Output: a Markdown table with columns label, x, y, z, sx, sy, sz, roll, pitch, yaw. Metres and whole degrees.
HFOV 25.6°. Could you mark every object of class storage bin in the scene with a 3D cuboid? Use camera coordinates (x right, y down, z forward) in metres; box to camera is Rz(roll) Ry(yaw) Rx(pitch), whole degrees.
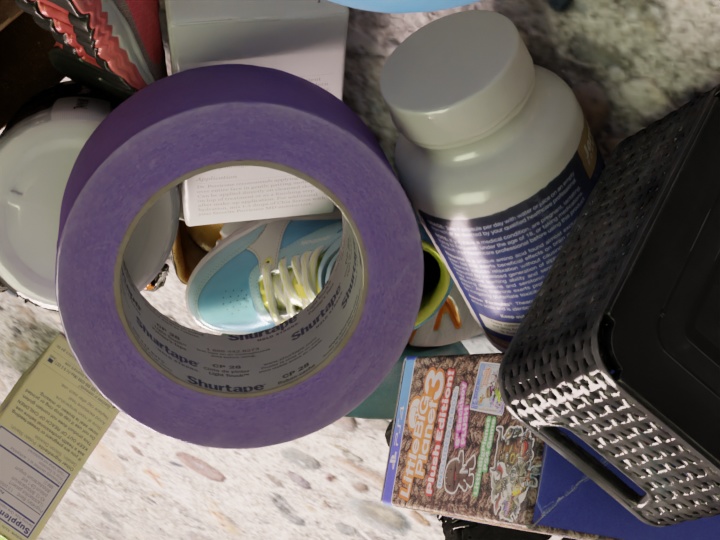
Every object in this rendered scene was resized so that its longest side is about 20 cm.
| label | x | y | z | sx | sy | sz | roll | pitch | yaw |
| --- | --- | --- | --- | --- | --- | --- | --- | --- | --- |
| storage bin | 0.179 | 0.018 | 0.834 | 0.135 | 0.201 | 0.094 | 39 | 151 | -12 |

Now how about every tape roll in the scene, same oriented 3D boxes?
| label | x | y | z | sx | sy | sz | roll | pitch | yaw |
| --- | --- | --- | --- | --- | --- | --- | --- | --- | --- |
| tape roll | -0.069 | -0.008 | 0.884 | 0.200 | 0.200 | 0.085 | 44 | -172 | -21 |

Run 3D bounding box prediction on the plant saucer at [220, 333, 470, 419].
| label | x | y | z | sx | sy | sz | roll | pitch | yaw |
| --- | --- | --- | --- | --- | --- | --- | --- | --- | --- |
| plant saucer | -0.007 | 0.054 | 1.135 | 0.199 | 0.200 | 0.036 | 15 | 107 | 27 |

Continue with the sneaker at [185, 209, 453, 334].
| label | x | y | z | sx | sy | sz | roll | pitch | yaw |
| --- | --- | --- | --- | --- | --- | --- | --- | --- | --- |
| sneaker | -0.028 | 0.006 | 1.019 | 0.199 | 0.131 | 0.080 | -17 | 102 | 9 |

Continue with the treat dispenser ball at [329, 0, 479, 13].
| label | x | y | z | sx | sy | sz | roll | pitch | yaw |
| --- | --- | --- | --- | --- | --- | --- | --- | --- | --- |
| treat dispenser ball | 0.017 | -0.207 | 0.646 | 0.200 | 0.201 | 0.201 | 24 | 150 | 14 |

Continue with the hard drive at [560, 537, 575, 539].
| label | x | y | z | sx | sy | sz | roll | pitch | yaw |
| --- | --- | --- | --- | --- | --- | --- | --- | --- | --- |
| hard drive | 0.254 | 0.201 | 1.112 | 0.199 | 0.038 | 0.140 | 24 | 130 | -21 |

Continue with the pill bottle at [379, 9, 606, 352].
| label | x | y | z | sx | sy | sz | roll | pitch | yaw |
| --- | --- | --- | --- | --- | --- | --- | --- | --- | --- |
| pill bottle | 0.087 | -0.048 | 0.917 | 0.110 | 0.111 | 0.200 | 7 | 143 | 37 |

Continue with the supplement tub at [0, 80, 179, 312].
| label | x | y | z | sx | sy | sz | roll | pitch | yaw |
| --- | --- | --- | --- | --- | --- | --- | --- | --- | --- |
| supplement tub | -0.176 | -0.055 | 1.008 | 0.122 | 0.123 | 0.200 | 40 | -173 | -15 |

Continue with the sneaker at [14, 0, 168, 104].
| label | x | y | z | sx | sy | sz | roll | pitch | yaw |
| --- | --- | --- | --- | --- | --- | --- | --- | --- | --- |
| sneaker | -0.135 | -0.153 | 0.898 | 0.073 | 0.087 | 0.200 | 27 | 167 | 14 |

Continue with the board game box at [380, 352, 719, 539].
| label | x | y | z | sx | sy | sz | roll | pitch | yaw |
| --- | --- | --- | --- | --- | --- | --- | --- | --- | --- |
| board game box | 0.128 | 0.112 | 0.959 | 0.159 | 0.098 | 0.200 | 13 | 171 | -22 |

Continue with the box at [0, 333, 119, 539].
| label | x | y | z | sx | sy | sz | roll | pitch | yaw |
| --- | --- | --- | --- | --- | --- | --- | --- | --- | --- |
| box | -0.339 | 0.190 | 1.601 | 0.097 | 0.201 | 0.176 | 37 | 150 | -9 |

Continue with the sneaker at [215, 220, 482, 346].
| label | x | y | z | sx | sy | sz | roll | pitch | yaw |
| --- | --- | --- | --- | --- | --- | --- | --- | --- | --- |
| sneaker | 0.000 | 0.000 | 1.126 | 0.199 | 0.079 | 0.077 | 18 | -179 | 9 |

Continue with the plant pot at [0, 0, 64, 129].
| label | x | y | z | sx | sy | sz | roll | pitch | yaw |
| --- | --- | --- | --- | --- | --- | --- | --- | --- | --- |
| plant pot | -0.271 | -0.203 | 0.986 | 0.200 | 0.187 | 0.187 | 49 | 151 | 2 |

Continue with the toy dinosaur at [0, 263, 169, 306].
| label | x | y | z | sx | sy | sz | roll | pitch | yaw |
| --- | --- | --- | --- | --- | --- | --- | --- | --- | --- |
| toy dinosaur | -0.233 | 0.000 | 1.329 | 0.135 | 0.103 | 0.200 | 19 | 131 | -12 |

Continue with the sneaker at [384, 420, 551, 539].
| label | x | y | z | sx | sy | sz | roll | pitch | yaw |
| --- | --- | --- | --- | --- | --- | --- | --- | --- | --- |
| sneaker | 0.091 | 0.211 | 1.316 | 0.199 | 0.104 | 0.060 | 31 | 152 | 1 |

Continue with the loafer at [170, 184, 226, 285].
| label | x | y | z | sx | sy | sz | roll | pitch | yaw |
| --- | --- | --- | --- | --- | --- | --- | --- | --- | --- |
| loafer | -0.106 | -0.061 | 1.122 | 0.072 | 0.072 | 0.200 | 24 | 149 | 17 |

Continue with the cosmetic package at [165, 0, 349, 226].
| label | x | y | z | sx | sy | sz | roll | pitch | yaw |
| --- | --- | --- | --- | --- | --- | --- | --- | --- | --- |
| cosmetic package | -0.065 | -0.113 | 0.962 | 0.101 | 0.072 | 0.200 | -5 | 149 | -7 |
